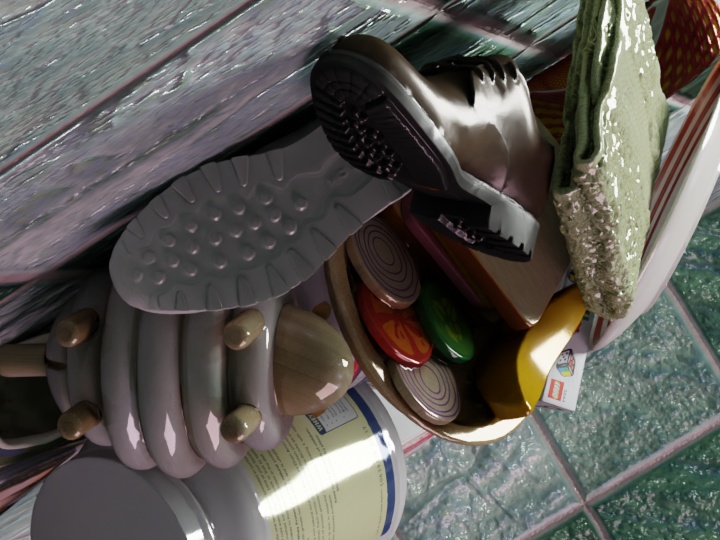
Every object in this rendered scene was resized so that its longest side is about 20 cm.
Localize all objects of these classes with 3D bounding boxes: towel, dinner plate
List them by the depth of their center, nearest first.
[{"bbox_3d":[0.138,-0.068,1.434,0.036,0.149,0.200,6,157,13],"label":"towel"},{"bbox_3d":[0.188,-0.039,1.588,0.200,0.024,0.201,-155,-90,-89],"label":"dinner plate"}]

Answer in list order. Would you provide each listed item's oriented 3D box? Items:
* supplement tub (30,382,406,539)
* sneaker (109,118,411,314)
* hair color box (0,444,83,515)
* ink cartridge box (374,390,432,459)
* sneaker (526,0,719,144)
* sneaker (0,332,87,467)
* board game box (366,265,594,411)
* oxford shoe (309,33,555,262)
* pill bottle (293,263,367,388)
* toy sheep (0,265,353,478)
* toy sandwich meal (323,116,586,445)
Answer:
[{"bbox_3d":[-0.081,0.137,1.534,0.145,0.146,0.200,-36,172,38],"label":"supplement tub"},{"bbox_3d":[-0.043,-0.030,1.366,0.199,0.077,0.080,-27,-178,-21],"label":"sneaker"},{"bbox_3d":[-0.259,0.133,1.625,0.099,0.061,0.200,-24,169,-46],"label":"hair color box"},{"bbox_3d":[-0.021,0.090,1.989,0.085,0.146,0.200,-30,173,-22],"label":"ink cartridge box"},{"bbox_3d":[0.149,-0.108,1.645,0.199,0.073,0.077,-30,-176,16],"label":"sneaker"},{"bbox_3d":[-0.158,0.063,1.518,0.199,0.067,0.090,-23,176,-32],"label":"sneaker"},{"bbox_3d":[0.069,0.017,1.658,0.034,0.127,0.199,19,171,-38],"label":"board game box"},{"bbox_3d":[0.038,-0.078,1.298,0.200,0.072,0.085,37,72,-58],"label":"oxford shoe"},{"bbox_3d":[0.000,0.000,1.546,0.119,0.120,0.200,-36,171,37],"label":"pill bottle"},{"bbox_3d":[-0.100,0.047,1.407,0.198,0.139,0.138,5,180,11],"label":"toy sheep"},{"bbox_3d":[0.061,-0.002,1.465,0.070,0.206,0.205,-22,180,38],"label":"toy sandwich meal"}]
